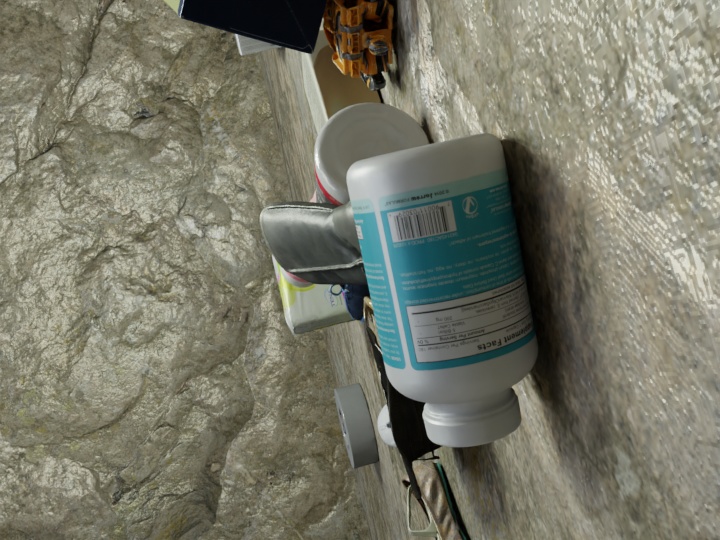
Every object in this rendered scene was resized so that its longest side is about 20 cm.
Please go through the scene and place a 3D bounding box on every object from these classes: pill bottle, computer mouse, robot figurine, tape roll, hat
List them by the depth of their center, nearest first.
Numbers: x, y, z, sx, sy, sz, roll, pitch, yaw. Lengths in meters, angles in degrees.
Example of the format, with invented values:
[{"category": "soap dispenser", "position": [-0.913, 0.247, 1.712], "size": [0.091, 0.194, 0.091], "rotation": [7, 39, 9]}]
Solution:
[{"category": "pill bottle", "position": [0.061, 0.014, 0.506], "size": [0.111, 0.109, 0.203], "rotation": [-145, 43, -79]}, {"category": "pill bottle", "position": [0.008, -0.070, 0.749], "size": [0.201, 0.109, 0.112], "rotation": [94, 161, -67]}, {"category": "robot figurine", "position": [-0.013, -0.276, 0.752], "size": [0.146, 0.057, 0.201], "rotation": [88, 168, -46]}, {"category": "hat", "position": [0.068, 0.148, 0.802], "size": [0.201, 0.080, 0.203], "rotation": [-15, -90, -89]}, {"category": "computer mouse", "position": [0.055, 0.257, 1.200], "size": [0.200, 0.043, 0.111], "rotation": [99, 155, -70]}, {"category": "tape roll", "position": [-0.012, 0.389, 1.826], "size": [0.200, 0.065, 0.203], "rotation": [166, 90, -83]}]

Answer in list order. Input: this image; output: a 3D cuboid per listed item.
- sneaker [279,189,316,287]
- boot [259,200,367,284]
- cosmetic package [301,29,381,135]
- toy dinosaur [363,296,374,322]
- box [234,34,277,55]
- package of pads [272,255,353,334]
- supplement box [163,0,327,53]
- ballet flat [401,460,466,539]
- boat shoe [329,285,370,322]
[{"category": "sneaker", "position": [-0.043, -0.079, 0.970], "size": [0.201, 0.075, 0.105], "rotation": [-59, -5, -28]}, {"category": "boot", "position": [0.004, 0.002, 0.653], "size": [0.199, 0.072, 0.183], "rotation": [-13, 114, 55]}, {"category": "cosmetic package", "position": [-0.015, -0.183, 0.877], "size": [0.106, 0.070, 0.202], "rotation": [95, 160, -65]}, {"category": "toy dinosaur", "position": [0.037, 0.032, 0.918], "size": [0.201, 0.058, 0.102], "rotation": [55, 158, 22]}, {"category": "box", "position": [-0.267, -0.613, 1.850], "size": [0.200, 0.111, 0.103], "rotation": [-122, 19, -69]}, {"category": "package of pads", "position": [-0.088, 0.013, 1.425], "size": [0.068, 0.152, 0.202], "rotation": [97, 158, -69]}, {"category": "supplement box", "position": [-0.110, -0.347, 0.721], "size": [0.200, 0.133, 0.202], "rotation": [49, 126, 56]}, {"category": "ballet flat", "position": [0.099, 0.340, 0.928], "size": [0.201, 0.066, 0.069], "rotation": [-112, 11, -47]}, {"category": "boat shoe", "position": [0.000, 0.000, 1.028], "size": [0.201, 0.068, 0.085], "rotation": [103, -170, -54]}]
